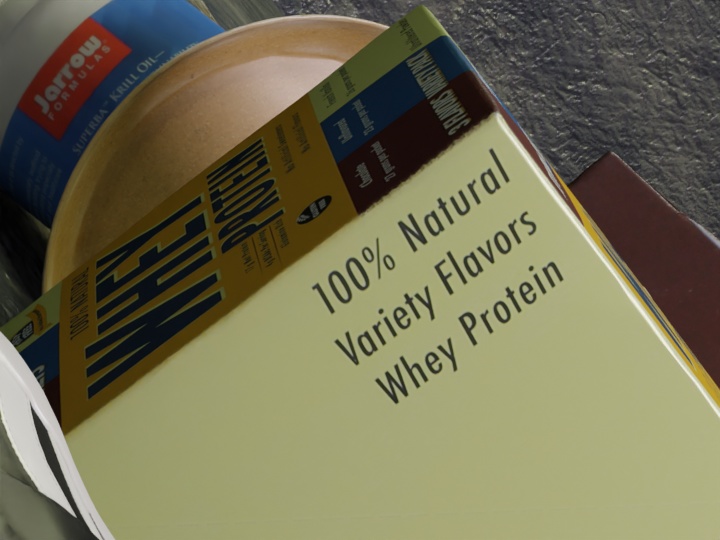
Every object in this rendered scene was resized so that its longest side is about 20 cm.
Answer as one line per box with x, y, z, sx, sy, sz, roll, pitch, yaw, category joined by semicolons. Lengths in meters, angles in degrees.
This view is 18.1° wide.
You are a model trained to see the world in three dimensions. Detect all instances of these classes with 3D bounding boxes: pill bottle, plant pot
-0.090;-0.056;0.942;0.200;0.112;0.112;37;1;16;pill bottle
-0.026;0.002;0.853;0.200;0.200;0.027;51;-9;-27;plant pot

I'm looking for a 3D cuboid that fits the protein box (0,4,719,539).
0.009;0.065;0.713;0.200;0.198;0.135;51;6;-20;protein box

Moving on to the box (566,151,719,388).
0.120;0.083;1.213;0.166;0.200;0.164;46;-14;28;box

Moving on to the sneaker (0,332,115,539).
-0.084;0.080;0.503;0.200;0.073;0.112;52;5;-30;sneaker
